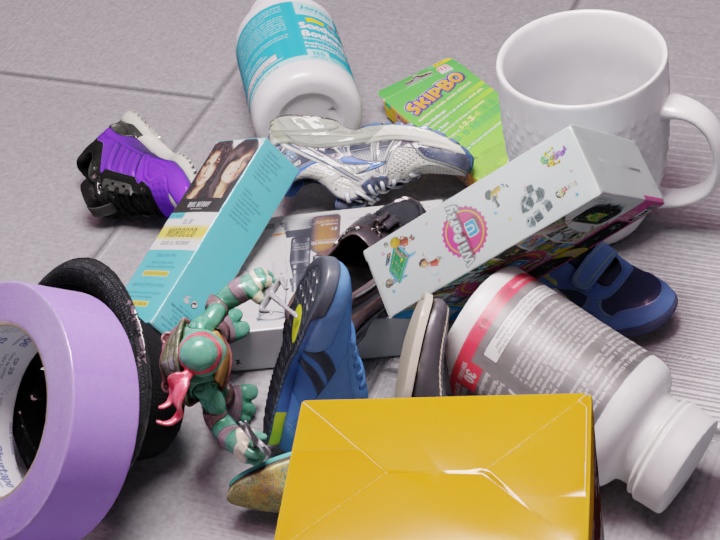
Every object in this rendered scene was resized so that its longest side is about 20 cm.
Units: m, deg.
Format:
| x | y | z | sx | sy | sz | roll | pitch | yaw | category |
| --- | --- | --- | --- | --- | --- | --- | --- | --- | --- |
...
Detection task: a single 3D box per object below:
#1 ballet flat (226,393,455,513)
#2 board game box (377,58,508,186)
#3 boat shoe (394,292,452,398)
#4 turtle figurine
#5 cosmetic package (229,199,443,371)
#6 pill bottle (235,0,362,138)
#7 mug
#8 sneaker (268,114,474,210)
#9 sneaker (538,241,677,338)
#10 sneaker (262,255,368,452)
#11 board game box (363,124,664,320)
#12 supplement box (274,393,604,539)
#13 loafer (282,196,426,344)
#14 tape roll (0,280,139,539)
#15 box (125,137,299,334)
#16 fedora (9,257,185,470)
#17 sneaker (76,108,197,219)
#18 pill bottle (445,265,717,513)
| x | y | z | sx | sy | sz | roll | pitch | yaw | category |
| --- | --- | --- | --- | --- | --- | --- | --- | --- | --- |
| -0.004 | 0.154 | 1.258 | 0.198 | 0.071 | 0.071 | -23 | 41 | -11 | ballet flat |
| 0.104 | -0.144 | 1.599 | 0.095 | 0.030 | 0.200 | -26 | 45 | -18 | board game box |
| 0.054 | 0.119 | 1.205 | 0.062 | 0.202 | 0.073 | 7 | 3 | -2 | boat shoe |
| -0.107 | 0.069 | 1.261 | 0.100 | 0.200 | 0.151 | 10 | 84 | -4 | turtle figurine |
| -0.021 | 0.012 | 1.432 | 0.198 | 0.052 | 0.152 | -6 | 43 | 6 | cosmetic package |
| -0.068 | -0.205 | 1.645 | 0.110 | 0.112 | 0.201 | -14 | 41 | -3 | pill bottle |
| 0.222 | -0.111 | 1.417 | 0.198 | 0.177 | 0.148 | 9 | 44 | 22 | mug |
| 0.008 | -0.093 | 1.530 | 0.198 | 0.077 | 0.086 | 5 | 83 | 13 | sneaker |
| 0.175 | -0.005 | 1.379 | 0.199 | 0.083 | 0.074 | 21 | 48 | 30 | sneaker |
| -0.022 | 0.068 | 1.254 | 0.078 | 0.201 | 0.066 | 9 | 42 | -8 | sneaker |
| 0.123 | -0.033 | 1.286 | 0.199 | 0.147 | 0.065 | -31 | 74 | 26 | board game box |
| 0.063 | 0.201 | 1.075 | 0.195 | 0.201 | 0.133 | -2 | 41 | 11 | supplement box |
| 0.000 | 0.000 | 1.354 | 0.071 | 0.063 | 0.200 | 18 | 51 | 27 | loafer |
| -0.259 | 0.112 | 1.263 | 0.065 | 0.202 | 0.200 | 12 | 19 | -45 | tape roll |
| -0.139 | -0.024 | 1.436 | 0.082 | 0.049 | 0.201 | 1 | 55 | 52 | box |
| -0.206 | 0.091 | 1.328 | 0.091 | 0.202 | 0.200 | 12 | 18 | -45 | fedora |
| -0.215 | -0.076 | 1.574 | 0.099 | 0.070 | 0.200 | -33 | 40 | -14 | sneaker |
| 0.165 | 0.093 | 1.227 | 0.199 | 0.111 | 0.111 | 34 | 56 | 20 | pill bottle |
